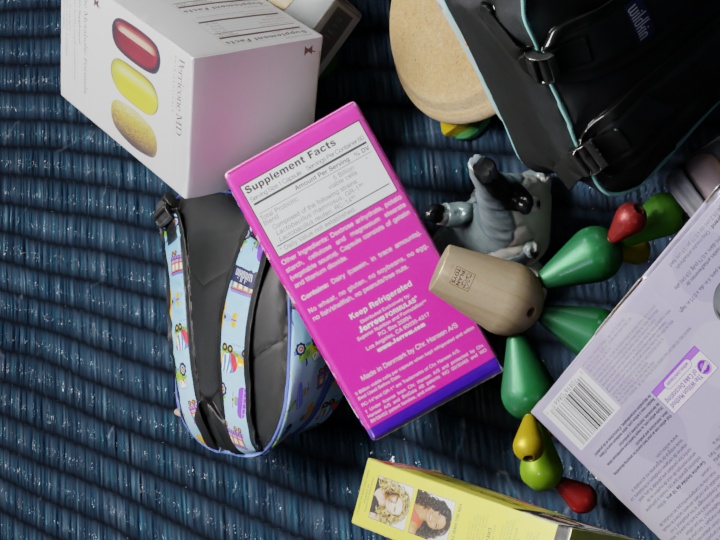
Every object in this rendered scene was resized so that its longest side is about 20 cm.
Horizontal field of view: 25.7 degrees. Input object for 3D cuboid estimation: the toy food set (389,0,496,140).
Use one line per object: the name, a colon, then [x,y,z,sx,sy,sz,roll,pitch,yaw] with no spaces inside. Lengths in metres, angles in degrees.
toy food set: [0.090,-0.201,1.145,0.198,0.049,0.200,-31,57,43]

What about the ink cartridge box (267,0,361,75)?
ink cartridge box: [-0.116,-0.173,1.302,0.174,0.044,0.200,40,96,37]

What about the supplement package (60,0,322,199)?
supplement package: [-0.130,-0.151,1.170,0.200,0.109,0.114,37,132,44]

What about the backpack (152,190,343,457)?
backpack: [-0.065,0.038,1.197,0.182,0.134,0.201,0,88,52]

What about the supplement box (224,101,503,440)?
supplement box: [0.000,0.000,1.056,0.200,0.103,0.101,62,177,-1]

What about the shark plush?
shark plush: [0.080,-0.026,1.014,0.083,0.200,0.091,2,90,6]

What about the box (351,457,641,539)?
box: [0.085,0.170,1.023,0.200,0.075,0.050,10,85,53]

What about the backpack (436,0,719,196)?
backpack: [0.154,-0.167,0.939,0.200,0.176,0.153,-38,31,-10]

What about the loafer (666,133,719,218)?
loafer: [0.245,-0.011,0.881,0.063,0.072,0.200,-50,46,19]

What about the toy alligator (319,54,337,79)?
toy alligator: [-0.097,-0.135,1.352,0.200,0.054,0.059,-37,52,39]

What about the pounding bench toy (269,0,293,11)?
pounding bench toy: [-0.008,-0.298,1.176,0.156,0.124,0.200,-38,26,38]

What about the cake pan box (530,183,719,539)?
cake pan box: [0.208,0.077,0.829,0.184,0.052,0.200,45,129,15]

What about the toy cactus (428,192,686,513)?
toy cactus: [0.121,0.037,0.953,0.102,0.165,0.200,-78,12,-73]

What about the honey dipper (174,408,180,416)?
honey dipper: [-0.115,0.031,1.346,0.038,0.038,0.200,11,84,52]
